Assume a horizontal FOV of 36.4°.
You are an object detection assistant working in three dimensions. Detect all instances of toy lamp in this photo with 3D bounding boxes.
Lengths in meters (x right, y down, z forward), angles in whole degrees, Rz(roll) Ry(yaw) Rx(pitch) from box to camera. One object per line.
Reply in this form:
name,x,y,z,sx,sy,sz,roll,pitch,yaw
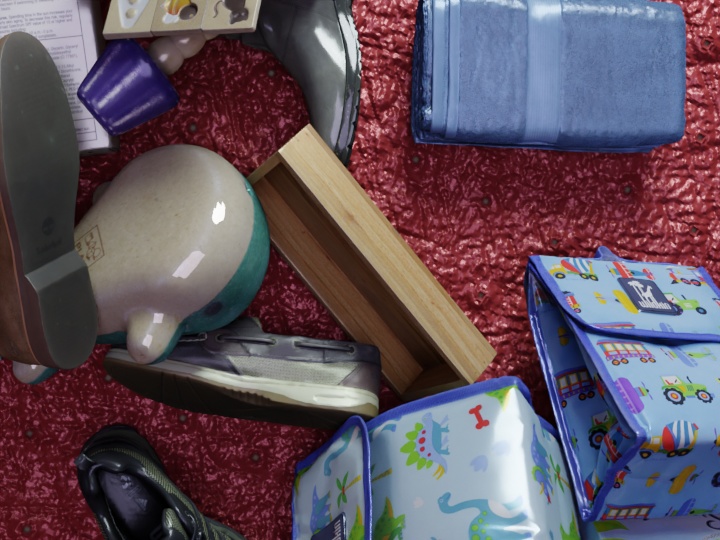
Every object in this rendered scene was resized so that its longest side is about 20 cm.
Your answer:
toy lamp,-0.095,-0.164,0.699,0.200,0.058,0.058,-43,98,-8

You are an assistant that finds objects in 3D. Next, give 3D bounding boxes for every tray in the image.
tray,0.000,0.000,0.763,0.201,0.098,0.037,50,62,-8

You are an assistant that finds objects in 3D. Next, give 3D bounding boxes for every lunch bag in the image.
lunch bag,0.203,0.063,0.764,0.148,0.202,0.095,1,134,-18
lunch bag,0.039,0.184,0.718,0.198,0.172,0.128,-19,138,22

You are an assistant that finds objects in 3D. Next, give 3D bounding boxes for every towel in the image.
towel,0.136,-0.145,0.795,0.196,0.049,0.114,2,94,-6

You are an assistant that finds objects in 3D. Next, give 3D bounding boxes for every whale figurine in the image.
whale figurine,-0.149,0.007,0.747,0.199,0.160,0.104,-34,141,9

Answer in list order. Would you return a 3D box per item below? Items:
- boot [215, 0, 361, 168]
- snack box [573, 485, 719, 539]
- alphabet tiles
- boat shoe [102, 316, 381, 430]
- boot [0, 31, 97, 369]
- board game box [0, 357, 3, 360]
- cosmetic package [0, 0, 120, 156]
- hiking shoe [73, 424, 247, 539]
boot,-0.064,-0.164,0.768,0.128,0.068,0.204,0,87,-2
snack box,0.240,0.189,0.767,0.196,0.169,0.069,5,111,-6
alphabet tiles,-0.096,-0.230,0.689,0.164,0.006,0.203,1,64,15
boat shoe,-0.081,0.067,0.780,0.197,0.072,0.067,10,64,5
boot,-0.214,-0.040,0.663,0.074,0.073,0.204,3,102,25
board game box,-0.347,0.032,0.723,0.197,0.103,0.107,-13,96,-6
cosmetic package,-0.227,-0.175,0.737,0.102,0.073,0.204,-7,95,-7
hiking shoe,-0.130,0.200,0.759,0.076,0.101,0.200,-44,93,1
